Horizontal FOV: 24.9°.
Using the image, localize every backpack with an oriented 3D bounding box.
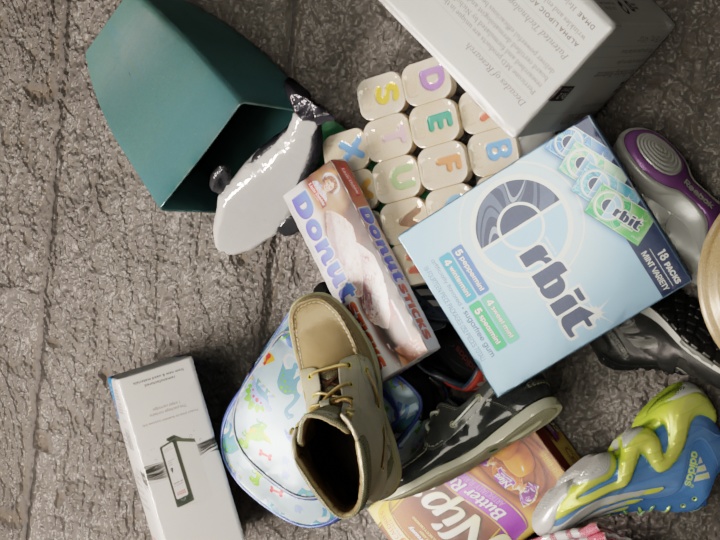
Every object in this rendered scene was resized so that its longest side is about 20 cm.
[{"bbox_3d":[-0.042,0.147,1.595,0.183,0.147,0.200,39,111,16],"label":"backpack"}]

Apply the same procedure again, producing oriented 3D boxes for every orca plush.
[{"bbox_3d":[-0.088,-0.106,1.578,0.105,0.071,0.200,13,128,-6],"label":"orca plush"}]

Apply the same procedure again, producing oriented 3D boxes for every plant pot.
[{"bbox_3d":[-0.170,-0.178,1.622,0.141,0.141,0.200,-49,66,23],"label":"plant pot"}]

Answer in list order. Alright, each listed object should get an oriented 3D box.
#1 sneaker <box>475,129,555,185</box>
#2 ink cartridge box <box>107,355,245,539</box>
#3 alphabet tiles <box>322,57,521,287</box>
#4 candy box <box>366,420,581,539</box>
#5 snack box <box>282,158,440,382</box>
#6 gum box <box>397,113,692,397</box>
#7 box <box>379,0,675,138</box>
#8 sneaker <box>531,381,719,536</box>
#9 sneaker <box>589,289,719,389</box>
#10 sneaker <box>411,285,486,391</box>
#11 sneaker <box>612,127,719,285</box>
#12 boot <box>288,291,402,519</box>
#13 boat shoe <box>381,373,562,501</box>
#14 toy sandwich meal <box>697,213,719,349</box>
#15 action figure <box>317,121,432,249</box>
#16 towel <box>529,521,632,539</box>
[{"bbox_3d":[0.151,-0.045,1.499,0.099,0.078,0.201,42,127,50],"label":"sneaker"},{"bbox_3d":[-0.190,0.194,1.669,0.084,0.146,0.201,-17,91,-13],"label":"ink cartridge box"},{"bbox_3d":[0.056,-0.090,1.499,0.195,0.015,0.201,-14,83,27],"label":"alphabet tiles"},{"bbox_3d":[0.116,0.220,1.582,0.200,0.056,0.117,-41,80,26],"label":"candy box"},{"bbox_3d":[0.000,0.000,1.511,0.072,0.024,0.201,-34,78,37],"label":"snack box"},{"bbox_3d":[0.161,-0.012,1.431,0.200,0.045,0.170,-32,90,12],"label":"gum box"},{"bbox_3d":[0.142,-0.233,1.424,0.200,0.199,0.131,48,114,12],"label":"box"},{"bbox_3d":[0.255,0.197,1.476,0.200,0.076,0.105,-40,90,0],"label":"sneaker"},{"bbox_3d":[0.264,0.061,1.490,0.200,0.076,0.088,37,126,21],"label":"sneaker"},{"bbox_3d":[0.054,0.046,1.570,0.200,0.084,0.075,35,111,17],"label":"sneaker"},{"bbox_3d":[0.287,-0.034,1.468,0.200,0.075,0.100,51,139,7],"label":"sneaker"},{"bbox_3d":[-0.026,0.115,1.430,0.072,0.155,0.201,-20,86,12],"label":"boot"},{"bbox_3d":[0.093,0.152,1.519,0.200,0.072,0.068,-37,72,22],"label":"boat shoe"},{"bbox_3d":[0.376,0.018,1.397,0.204,0.070,0.206,0,86,-6],"label":"toy sandwich meal"},{"bbox_3d":[0.019,-0.063,1.565,0.200,0.055,0.119,28,112,38],"label":"action figure"},{"bbox_3d":[0.169,0.283,1.517,0.199,0.146,0.030,-20,59,27],"label":"towel"}]
